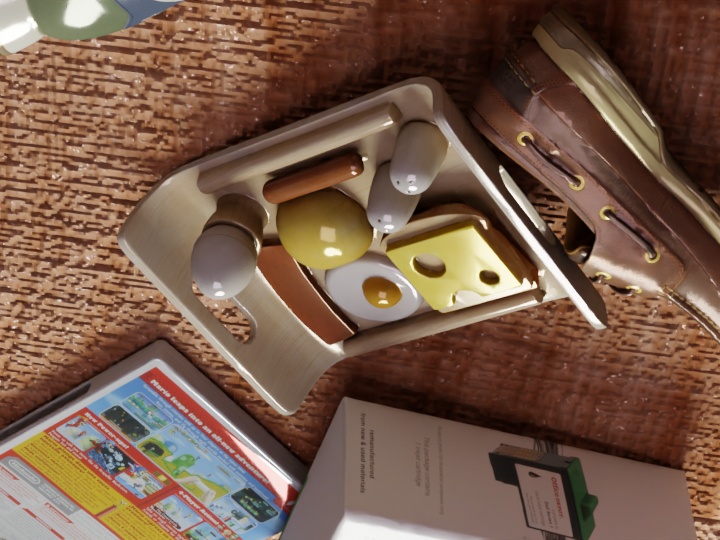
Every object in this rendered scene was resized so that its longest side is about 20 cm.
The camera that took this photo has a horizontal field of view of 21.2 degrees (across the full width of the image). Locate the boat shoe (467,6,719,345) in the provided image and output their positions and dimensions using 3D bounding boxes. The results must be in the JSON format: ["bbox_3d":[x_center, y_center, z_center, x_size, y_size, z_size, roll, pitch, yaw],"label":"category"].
[{"bbox_3d":[0.121,-0.025,0.866,0.067,0.072,0.200,-38,114,7],"label":"boat shoe"}]

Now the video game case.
[{"bbox_3d":[-0.136,0.126,1.085,0.199,0.018,0.143,-28,122,29],"label":"video game case"}]

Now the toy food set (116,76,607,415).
[{"bbox_3d":[0.000,0.000,0.906,0.199,0.061,0.144,-16,128,37],"label":"toy food set"}]

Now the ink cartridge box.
[{"bbox_3d":[0.064,0.162,1.033,0.198,0.085,0.147,13,133,-13],"label":"ink cartridge box"}]

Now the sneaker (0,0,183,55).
[{"bbox_3d":[-0.110,-0.172,0.711,0.089,0.067,0.201,-6,131,2],"label":"sneaker"}]
